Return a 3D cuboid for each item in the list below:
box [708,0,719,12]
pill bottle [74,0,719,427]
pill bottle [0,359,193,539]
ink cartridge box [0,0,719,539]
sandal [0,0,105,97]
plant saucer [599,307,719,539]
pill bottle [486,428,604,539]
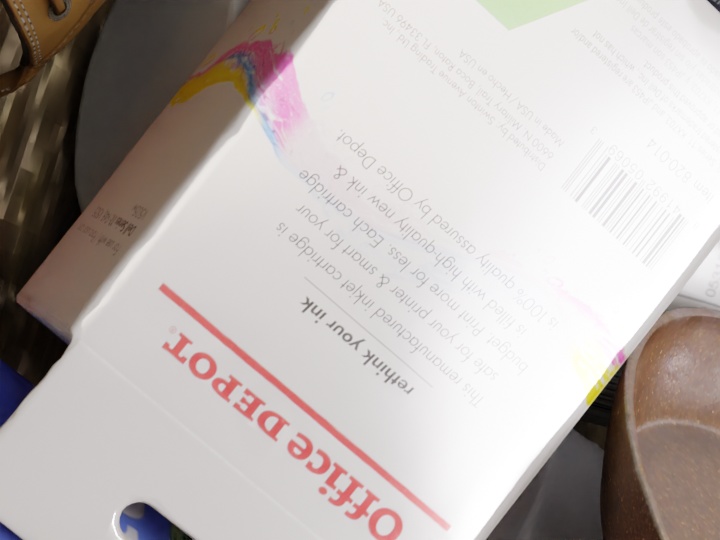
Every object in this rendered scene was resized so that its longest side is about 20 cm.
[{"bbox_3d":[0.093,-0.152,0.820,0.148,0.200,0.105,38,65,-21],"label":"box"},{"bbox_3d":[0.028,-0.026,0.814,0.199,0.114,0.115,16,75,-29],"label":"pill bottle"},{"bbox_3d":[-0.114,0.071,0.714,0.200,0.112,0.112,40,65,-22],"label":"pill bottle"},{"bbox_3d":[0.000,0.000,0.708,0.117,0.067,0.200,41,84,-19],"label":"ink cartridge box"},{"bbox_3d":[-0.082,-0.097,0.740,0.054,0.082,0.201,21,99,7],"label":"sandal"},{"bbox_3d":[0.127,0.099,0.742,0.200,0.034,0.201,36,27,-22],"label":"plant saucer"},{"bbox_3d":[0.094,0.127,0.829,0.200,0.119,0.120,38,66,-22],"label":"pill bottle"}]
